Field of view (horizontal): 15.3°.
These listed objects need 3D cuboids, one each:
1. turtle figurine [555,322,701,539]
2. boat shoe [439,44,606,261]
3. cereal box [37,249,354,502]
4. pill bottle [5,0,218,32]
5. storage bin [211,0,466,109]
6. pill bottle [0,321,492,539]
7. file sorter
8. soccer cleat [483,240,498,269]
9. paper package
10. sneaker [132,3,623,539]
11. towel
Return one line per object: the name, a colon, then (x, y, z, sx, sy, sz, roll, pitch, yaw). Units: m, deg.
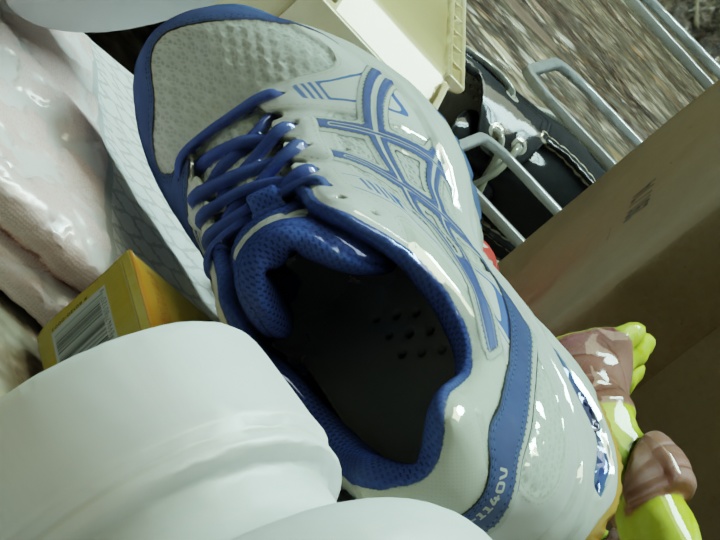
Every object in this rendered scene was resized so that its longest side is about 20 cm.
turtle figurine: (0.090, 0.102, 0.697, 0.161, 0.064, 0.200, 55, -15, 41)
boat shoe: (0.043, -0.064, 1.190, 0.200, 0.074, 0.060, 47, 12, 4)
cereal box: (0.008, 0.096, 0.666, 0.200, 0.040, 0.144, 41, 13, -31)
pill bottle: (-0.085, -0.180, 0.783, 0.116, 0.116, 0.201, 23, 45, -63)
storage bin: (-0.061, -0.120, 0.963, 0.200, 0.094, 0.199, 47, 13, -10)
pill bottle: (0.001, 0.109, 0.439, 0.200, 0.111, 0.111, 54, 14, 24)
file sorter: (0.114, -0.039, 1.072, 0.125, 0.200, 0.139, 47, 12, 4)
soccer cleat: (0.000, 0.000, 0.836, 0.085, 0.069, 0.200, 57, 9, -9)
paper package: (0.111, 0.023, 0.889, 0.104, 0.190, 0.200, 50, 14, -7)
sneaker: (-0.007, -0.009, 0.680, 0.200, 0.075, 0.088, 51, 10, 33)
towel: (-0.105, -0.056, 0.762, 0.191, 0.032, 0.200, 43, 13, -22)
